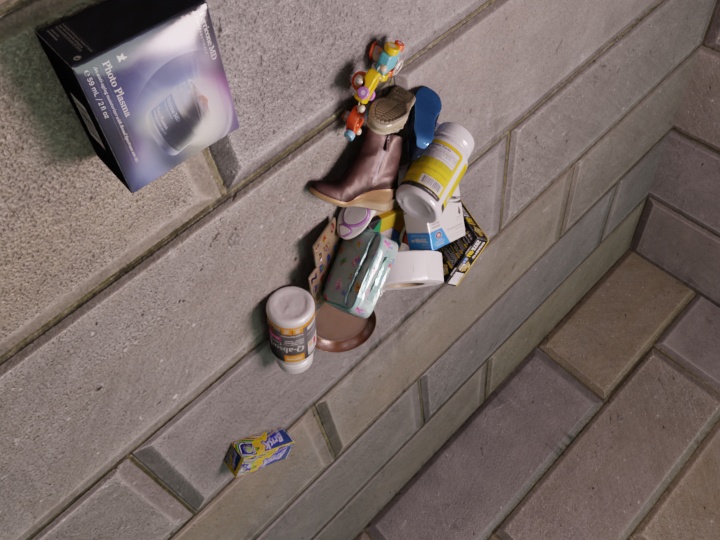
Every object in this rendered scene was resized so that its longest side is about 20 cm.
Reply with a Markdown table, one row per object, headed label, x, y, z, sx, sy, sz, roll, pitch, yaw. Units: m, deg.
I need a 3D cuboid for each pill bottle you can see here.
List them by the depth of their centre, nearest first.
| label | x | y | z | sx | sy | sz | roll | pitch | yaw |
| --- | --- | --- | --- | --- | --- | --- | --- | --- | --- |
| pill bottle | 0.168 | -0.218 | 1.331 | 0.203 | 0.112 | 0.115 | -58 | 152 | -19 |
| pill bottle | -0.160 | 0.145 | 1.430 | 0.115 | 0.116 | 0.204 | -31 | 143 | -28 |

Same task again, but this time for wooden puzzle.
| label | x | y | z | sx | sy | sz | roll | pitch | yaw |
| --- | --- | --- | --- | --- | --- | --- | --- | --- | --- |
| wooden puzzle | 0.058 | -0.095 | 1.551 | 0.197 | 0.037 | 0.189 | -30 | 142 | -33 |

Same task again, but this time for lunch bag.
| label | x | y | z | sx | sy | sz | roll | pitch | yaw |
| --- | --- | --- | --- | --- | --- | --- | --- | --- | --- |
| lunch bag | 0.000 | 0.000 | 1.399 | 0.076 | 0.159 | 0.206 | 25 | 84 | -33 |

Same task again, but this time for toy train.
| label | x | y | z | sx | sy | sz | roll | pitch | yaw |
| --- | --- | --- | --- | --- | --- | --- | --- | --- | --- |
| toy train | 0.016 | -0.368 | 1.205 | 0.203 | 0.055 | 0.150 | -58 | 176 | -9 |

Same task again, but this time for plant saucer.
| label | x | y | z | sx | sy | sz | roll | pitch | yaw |
| --- | --- | --- | --- | --- | --- | --- | --- | --- | --- |
| plant saucer | -0.055 | 0.131 | 1.561 | 0.193 | 0.035 | 0.205 | -7 | 131 | -8 |

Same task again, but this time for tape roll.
| label | x | y | z | sx | sy | sz | roll | pitch | yaw |
| --- | --- | --- | --- | --- | --- | --- | --- | --- | --- |
| tape roll | 0.110 | 0.002 | 1.509 | 0.200 | 0.197 | 0.074 | 7 | 77 | -55 |

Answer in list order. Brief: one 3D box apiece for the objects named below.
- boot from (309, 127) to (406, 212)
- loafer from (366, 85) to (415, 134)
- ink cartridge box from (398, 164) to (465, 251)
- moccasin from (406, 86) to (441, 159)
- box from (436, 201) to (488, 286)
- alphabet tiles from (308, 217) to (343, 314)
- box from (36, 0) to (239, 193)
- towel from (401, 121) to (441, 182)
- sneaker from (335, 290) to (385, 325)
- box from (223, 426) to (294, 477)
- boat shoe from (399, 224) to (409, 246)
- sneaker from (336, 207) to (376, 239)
| label | x | y | z | sx | sy | sz | roll | pitch | yaw |
| --- | --- | --- | --- | --- | --- | --- | --- | --- | --- |
| boot | -0.005 | -0.221 | 1.287 | 0.193 | 0.072 | 0.172 | 6 | 109 | -24 |
| loafer | 0.063 | -0.316 | 1.247 | 0.201 | 0.074 | 0.070 | -52 | 169 | -53 |
| ink cartridge box | 0.177 | -0.169 | 1.501 | 0.144 | 0.083 | 0.207 | -24 | 110 | -39 |
| moccasin | 0.127 | -0.325 | 1.323 | 0.069 | 0.079 | 0.203 | -55 | -169 | 48 |
| box | 0.241 | -0.089 | 1.620 | 0.048 | 0.203 | 0.162 | 7 | 128 | -33 |
| alphabet tiles | -0.077 | -0.019 | 1.421 | 0.169 | 0.007 | 0.204 | -57 | 156 | -35 |
| box | -0.292 | -0.258 | 0.836 | 0.197 | 0.122 | 0.203 | -38 | 147 | -23 |
| towel | 0.167 | -0.242 | 1.416 | 0.145 | 0.023 | 0.206 | 27 | 77 | -38 |
| sneaker | 0.002 | 0.052 | 1.600 | 0.200 | 0.075 | 0.082 | -47 | 140 | -9 |
| box | -0.278 | 0.504 | 1.690 | 0.197 | 0.064 | 0.072 | -2 | 125 | -53 |
| boat shoe | 0.174 | -0.145 | 1.598 | 0.203 | 0.061 | 0.072 | -58 | 156 | -21 |
| sneaker | 0.022 | -0.153 | 1.400 | 0.202 | 0.074 | 0.099 | -54 | 162 | 4 |
